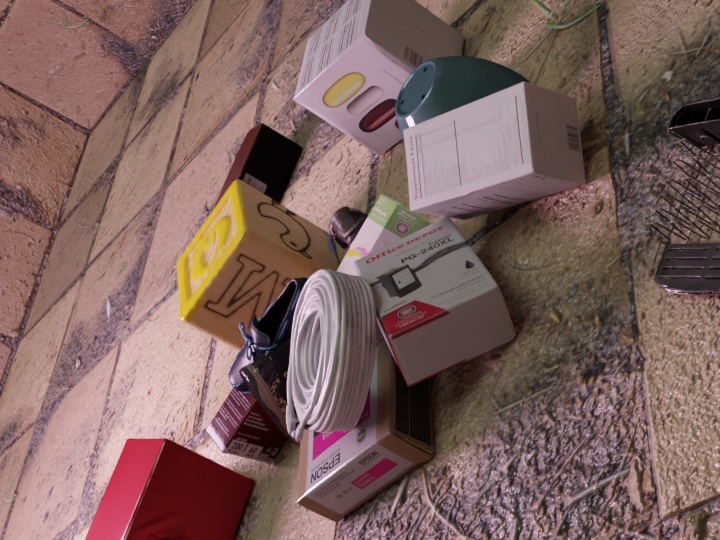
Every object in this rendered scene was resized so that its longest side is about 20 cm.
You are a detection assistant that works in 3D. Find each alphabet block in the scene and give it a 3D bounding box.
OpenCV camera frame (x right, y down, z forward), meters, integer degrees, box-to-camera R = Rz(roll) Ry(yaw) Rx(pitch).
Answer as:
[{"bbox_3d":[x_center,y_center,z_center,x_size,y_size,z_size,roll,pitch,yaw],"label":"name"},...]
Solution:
[{"bbox_3d":[-0.168,0.008,1.720,0.197,0.199,0.196,-52,28,17],"label":"alphabet block"}]

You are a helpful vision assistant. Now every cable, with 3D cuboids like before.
[{"bbox_3d":[-0.035,0.100,1.296,0.200,0.068,0.202,132,141,-60],"label":"cable"}]

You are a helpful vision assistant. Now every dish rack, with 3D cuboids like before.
[{"bbox_3d":[0.351,-0.074,1.025,0.153,0.054,0.202,-2,63,62],"label":"dish rack"}]

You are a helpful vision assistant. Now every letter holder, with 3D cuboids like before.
[{"bbox_3d":[-0.222,-0.175,2.116,0.142,0.100,0.202,-6,60,62],"label":"letter holder"}]

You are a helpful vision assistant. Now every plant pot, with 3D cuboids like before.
[{"bbox_3d":[0.128,-0.223,1.486,0.200,0.134,0.202,-42,32,34],"label":"plant pot"}]

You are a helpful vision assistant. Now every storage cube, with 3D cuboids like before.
[{"bbox_3d":[-0.296,0.376,1.626,0.199,0.170,0.182,-16,49,56],"label":"storage cube"}]

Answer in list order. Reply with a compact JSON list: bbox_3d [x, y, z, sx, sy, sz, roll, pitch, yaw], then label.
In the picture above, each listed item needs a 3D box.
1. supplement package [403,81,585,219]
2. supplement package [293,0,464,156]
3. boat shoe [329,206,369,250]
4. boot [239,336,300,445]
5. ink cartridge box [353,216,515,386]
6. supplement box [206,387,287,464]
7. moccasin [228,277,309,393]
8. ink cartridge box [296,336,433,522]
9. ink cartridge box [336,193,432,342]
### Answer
[{"bbox_3d":[0.163,-0.143,1.303,0.199,0.109,0.115,-15,75,45],"label":"supplement package"},{"bbox_3d":[0.030,-0.329,1.703,0.199,0.190,0.148,-33,37,45],"label":"supplement package"},{"bbox_3d":[-0.017,-0.072,1.617,0.067,0.057,0.200,-47,3,-1],"label":"boat shoe"},{"bbox_3d":[-0.076,0.153,1.490,0.150,0.201,0.073,-41,49,-10],"label":"boot"},{"bbox_3d":[0.086,0.033,1.302,0.144,0.084,0.200,-25,31,-1],"label":"ink cartridge box"},{"bbox_3d":[-0.130,0.186,1.570,0.061,0.108,0.201,41,102,43],"label":"supplement box"},{"bbox_3d":[-0.133,0.084,1.491,0.201,0.068,0.080,-55,48,10],"label":"moccasin"},{"bbox_3d":[0.004,0.203,1.359,0.200,0.075,0.166,-41,31,34],"label":"ink cartridge box"},{"bbox_3d":[0.032,0.013,1.445,0.201,0.116,0.067,-59,27,3],"label":"ink cartridge box"}]
